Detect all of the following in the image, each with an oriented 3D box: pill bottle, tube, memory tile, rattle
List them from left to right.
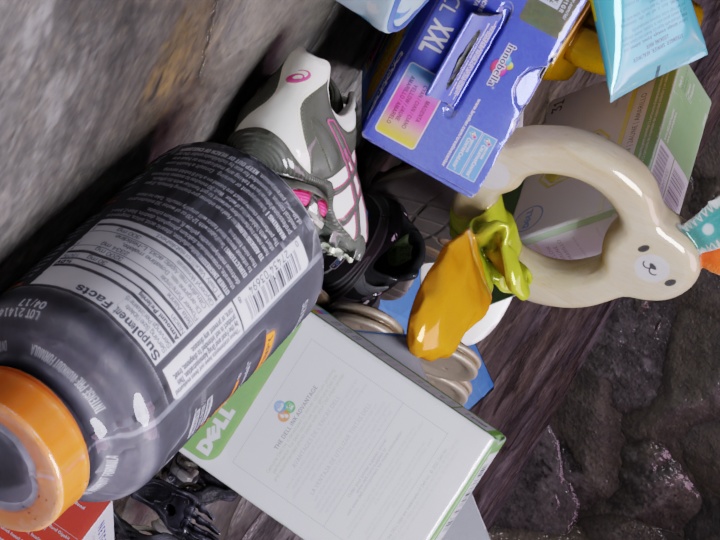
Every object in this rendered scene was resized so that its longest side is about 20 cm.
[{"bbox_3d":[-0.108,0.033,1.094,0.200,0.106,0.107,-46,165,-45],"label":"pill bottle"},{"bbox_3d":[-0.002,0.060,1.538,0.200,0.152,0.017,99,10,-69],"label":"memory tile"},{"bbox_3d":[0.142,0.000,1.384,0.143,0.199,0.131,-63,170,-63],"label":"rattle"},{"bbox_3d":[0.149,-0.204,1.404,0.077,0.201,0.050,-25,-160,-21],"label":"tube"}]

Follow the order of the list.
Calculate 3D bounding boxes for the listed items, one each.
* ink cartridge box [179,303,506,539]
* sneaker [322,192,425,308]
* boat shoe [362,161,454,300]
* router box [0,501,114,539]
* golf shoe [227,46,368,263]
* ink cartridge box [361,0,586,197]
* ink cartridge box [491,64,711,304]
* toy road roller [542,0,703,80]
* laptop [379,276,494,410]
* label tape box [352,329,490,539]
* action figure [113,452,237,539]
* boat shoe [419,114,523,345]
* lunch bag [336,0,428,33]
[{"bbox_3d":[-0.031,0.079,1.320,0.104,0.199,0.059,-57,171,4],"label":"ink cartridge box"},{"bbox_3d":[0.000,0.000,1.526,0.200,0.082,0.071,85,5,-73],"label":"sneaker"},{"bbox_3d":[0.035,-0.045,1.588,0.072,0.075,0.200,-62,-169,-24],"label":"boat shoe"},{"bbox_3d":[-0.206,0.216,1.335,0.180,0.049,0.200,-53,169,-24],"label":"router box"},{"bbox_3d":[-0.023,-0.058,1.311,0.200,0.077,0.089,42,72,-81],"label":"golf shoe"},{"bbox_3d":[0.061,-0.128,1.327,0.137,0.076,0.200,-61,-170,13],"label":"ink cartridge box"},{"bbox_3d":[0.119,-0.049,1.546,0.199,0.048,0.146,-18,-147,34],"label":"ink cartridge box"},{"bbox_3d":[0.122,-0.148,1.507,0.201,0.145,0.123,-59,169,11],"label":"toy road roller"},{"bbox_3d":[0.072,0.000,1.796,0.201,0.115,0.187,-61,169,21],"label":"laptop"},{"bbox_3d":[-0.003,0.093,1.423,0.066,0.201,0.143,-17,172,-19],"label":"label tape box"},{"bbox_3d":[-0.088,0.145,1.526,0.119,0.102,0.200,-46,175,24],"label":"action figure"},{"bbox_3d":[0.077,-0.048,1.694,0.069,0.071,0.202,61,29,-88],"label":"boat shoe"},{"bbox_3d":[0.045,-0.214,1.139,0.200,0.082,0.161,-48,165,-41],"label":"lunch bag"}]
